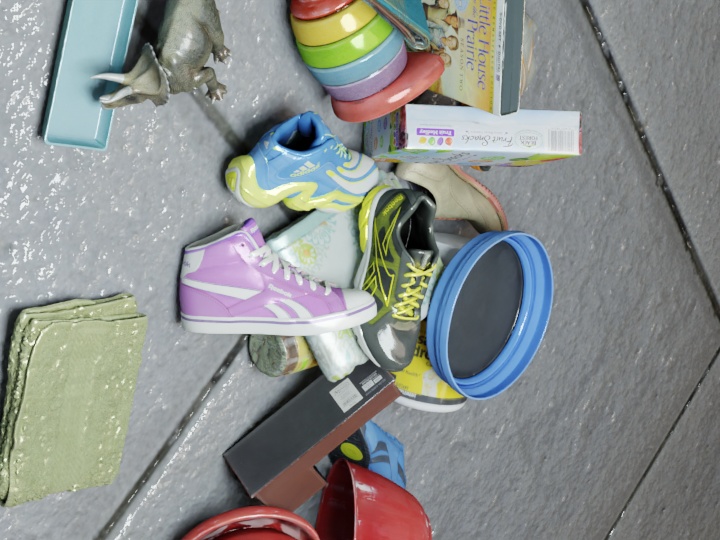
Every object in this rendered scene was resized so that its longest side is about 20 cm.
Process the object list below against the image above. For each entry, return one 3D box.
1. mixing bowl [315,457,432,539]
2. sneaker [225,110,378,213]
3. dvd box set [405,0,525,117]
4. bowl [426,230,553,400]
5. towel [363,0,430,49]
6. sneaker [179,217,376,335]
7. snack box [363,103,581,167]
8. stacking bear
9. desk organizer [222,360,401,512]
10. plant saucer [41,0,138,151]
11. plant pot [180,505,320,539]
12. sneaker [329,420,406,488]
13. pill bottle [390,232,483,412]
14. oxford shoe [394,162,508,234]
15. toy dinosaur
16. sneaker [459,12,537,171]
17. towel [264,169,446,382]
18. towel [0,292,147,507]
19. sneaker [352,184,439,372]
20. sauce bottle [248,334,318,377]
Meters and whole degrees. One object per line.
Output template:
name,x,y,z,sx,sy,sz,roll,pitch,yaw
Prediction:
mixing bowl,0.017,0.323,1.551,0.108,0.200,0.200,9,102,-13
sneaker,-0.038,-0.112,1.375,0.200,0.076,0.105,-11,154,-44
dvd box set,0.091,-0.254,1.387,0.029,0.200,0.146,-17,121,-32
bowl,0.148,0.049,1.540,0.201,0.039,0.201,-22,121,-43
towel,0.007,-0.322,1.306,0.147,0.022,0.200,28,41,-50
sneaker,-0.081,0.005,1.351,0.200,0.073,0.114,0,101,-8
snack box,0.119,-0.144,1.449,0.200,0.142,0.053,1,88,-18
stacking bear,-0.020,-0.259,1.339,0.114,0.121,0.200,-44,126,-20
desk organizer,-0.044,0.181,1.490,0.200,0.072,0.077,-39,139,-4
plant saucer,-0.236,-0.207,1.184,0.070,0.019,0.200,3,106,-49
plant pot,-0.115,0.367,1.423,0.200,0.183,0.200,-12,132,-13
sneaker,0.011,0.215,1.626,0.078,0.066,0.200,-56,141,-34
pill bottle,0.092,0.060,1.601,0.112,0.112,0.200,-2,108,-48
oxford shoe,0.103,-0.086,1.588,0.200,0.070,0.075,42,78,-38
toy dinosaur,-0.155,-0.213,1.215,0.200,0.077,0.102,-62,166,-9
sneaker,0.175,-0.216,1.603,0.092,0.076,0.200,-9,115,-51
towel,0.000,0.000,1.463,0.200,0.048,0.171,-34,99,-34
towel,-0.277,0.122,1.274,0.148,0.036,0.200,-5,110,-48
sneaker,0.039,0.008,1.405,0.074,0.085,0.200,-2,90,-36
sauce bottle,-0.032,0.068,1.502,0.200,0.065,0.065,-15,118,-42
